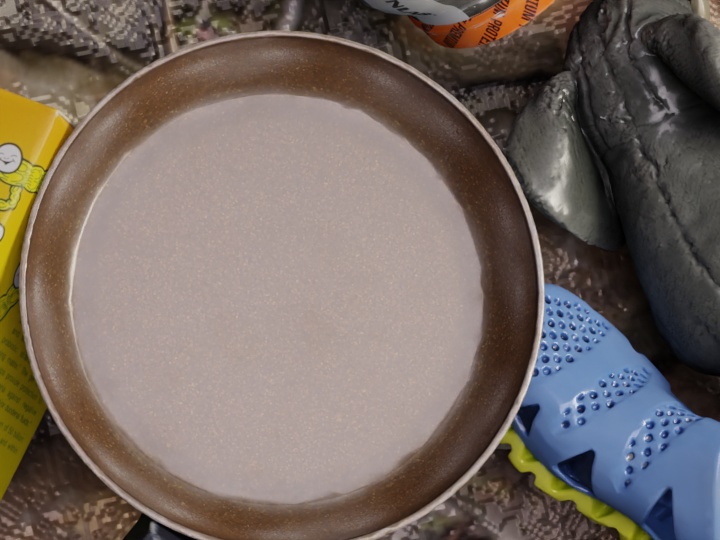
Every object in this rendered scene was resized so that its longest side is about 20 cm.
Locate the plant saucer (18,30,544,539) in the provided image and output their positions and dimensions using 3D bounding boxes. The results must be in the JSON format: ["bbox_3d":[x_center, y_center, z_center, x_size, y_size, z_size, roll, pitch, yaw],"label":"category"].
[{"bbox_3d":[-0.030,0.009,0.999,0.200,0.032,0.201,1,79,-7],"label":"plant saucer"}]

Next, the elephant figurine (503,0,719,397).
[{"bbox_3d":[0.129,-0.057,1.098,0.141,0.155,0.200,-39,97,-11],"label":"elephant figurine"}]

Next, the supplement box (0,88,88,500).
[{"bbox_3d":[-0.187,0.025,1.025,0.109,0.110,0.200,21,78,19],"label":"supplement box"}]

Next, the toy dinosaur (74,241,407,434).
[{"bbox_3d":[-0.030,0.050,1.045,0.088,0.047,0.200,-32,103,22],"label":"toy dinosaur"}]

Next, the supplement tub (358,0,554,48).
[{"bbox_3d":[0.006,-0.191,1.070,0.200,0.122,0.123,45,76,-31],"label":"supplement tub"}]

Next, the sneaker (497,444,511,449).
[{"bbox_3d":[0.000,0.000,1.098,0.200,0.076,0.105,22,79,-7],"label":"sneaker"}]

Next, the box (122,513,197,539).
[{"bbox_3d":[-0.063,0.225,1.016,0.200,0.117,0.197,39,93,-3],"label":"box"}]

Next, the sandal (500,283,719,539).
[{"bbox_3d":[0.130,0.081,1.047,0.200,0.087,0.079,47,54,4],"label":"sandal"}]
